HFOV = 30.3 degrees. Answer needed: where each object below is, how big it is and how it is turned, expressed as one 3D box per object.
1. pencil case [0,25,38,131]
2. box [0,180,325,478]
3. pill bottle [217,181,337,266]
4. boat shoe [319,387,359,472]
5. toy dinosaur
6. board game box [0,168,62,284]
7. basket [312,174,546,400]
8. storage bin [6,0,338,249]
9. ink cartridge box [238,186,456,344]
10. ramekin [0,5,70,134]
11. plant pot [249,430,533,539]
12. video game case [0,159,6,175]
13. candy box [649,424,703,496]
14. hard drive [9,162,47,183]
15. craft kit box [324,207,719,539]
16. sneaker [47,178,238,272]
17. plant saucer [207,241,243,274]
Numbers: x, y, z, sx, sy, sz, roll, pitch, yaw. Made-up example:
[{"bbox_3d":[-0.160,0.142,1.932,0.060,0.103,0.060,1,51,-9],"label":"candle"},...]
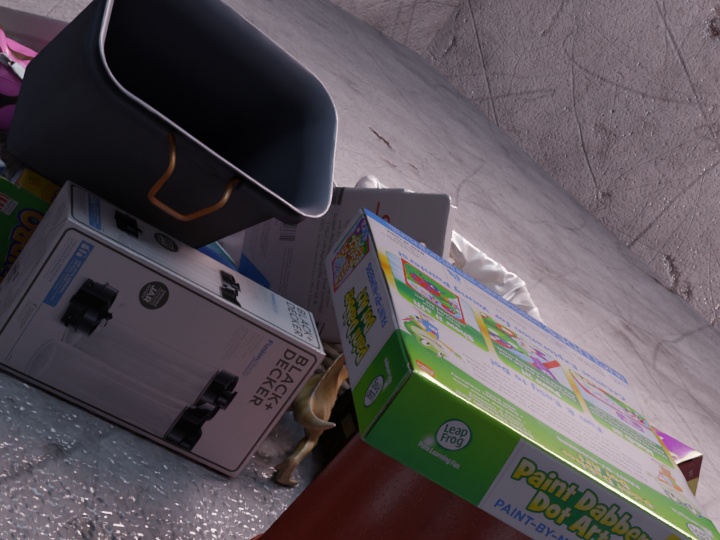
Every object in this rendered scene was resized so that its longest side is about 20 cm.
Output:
[{"bbox_3d":[-0.214,-0.121,1.041,0.199,0.094,0.091,21,61,-17],"label":"pencil case"},{"bbox_3d":[-0.136,0.042,0.881,0.199,0.117,0.060,31,16,-25],"label":"box"},{"bbox_3d":[-0.081,-0.054,1.277,0.119,0.120,0.200,41,9,15],"label":"pill bottle"},{"bbox_3d":[0.016,0.153,1.000,0.076,0.072,0.200,46,13,-14],"label":"boat shoe"},{"bbox_3d":[-0.039,0.098,0.959,0.058,0.101,0.200,38,15,4],"label":"toy dinosaur"},{"bbox_3d":[-0.184,0.005,0.920,0.199,0.096,0.030,29,36,-25],"label":"board game box"},{"bbox_3d":[0.043,0.053,1.169,0.197,0.161,0.200,33,15,-14],"label":"basket"},{"bbox_3d":[-0.131,-0.089,0.885,0.199,0.134,0.147,33,46,-35],"label":"storage bin"},{"bbox_3d":[0.000,0.000,0.998,0.199,0.117,0.066,6,-6,41],"label":"ink cartridge box"},{"bbox_3d":[-0.235,-0.160,1.178,0.198,0.106,0.200,14,7,-2],"label":"ramekin"},{"bbox_3d":[0.034,0.171,0.727,0.200,0.196,0.201,34,15,-11],"label":"plant pot"},{"bbox_3d":[-0.378,-0.116,0.942,0.181,0.046,0.200,40,15,14],"label":"video game case"},{"bbox_3d":[0.134,0.125,0.973,0.116,0.057,0.199,-8,25,-39],"label":"candy box"},{"bbox_3d":[-0.195,-0.019,1.071,0.199,0.042,0.135,34,15,-14],"label":"hard drive"},{"bbox_3d":[0.079,0.068,0.678,0.199,0.049,0.198,32,13,-18],"label":"craft kit box"},{"bbox_3d":[-0.157,0.003,0.978,0.200,0.078,0.070,42,-29,-3],"label":"sneaker"},{"bbox_3d":[-0.159,-0.043,1.111,0.070,0.019,0.200,33,4,-32],"label":"plant saucer"}]
